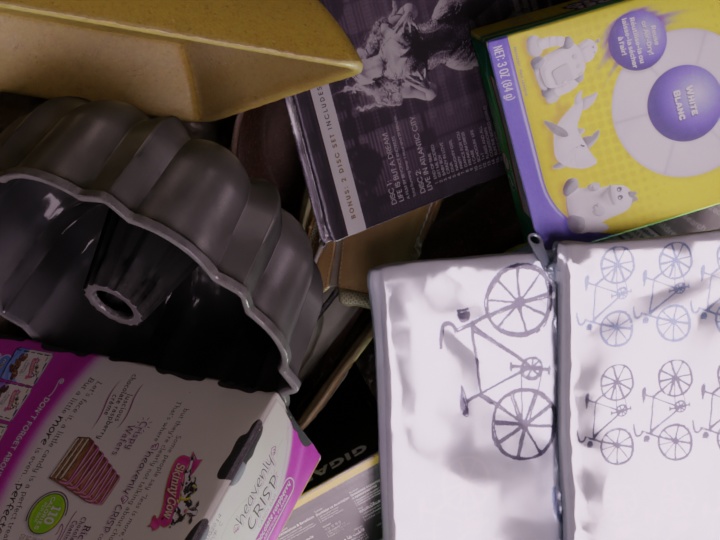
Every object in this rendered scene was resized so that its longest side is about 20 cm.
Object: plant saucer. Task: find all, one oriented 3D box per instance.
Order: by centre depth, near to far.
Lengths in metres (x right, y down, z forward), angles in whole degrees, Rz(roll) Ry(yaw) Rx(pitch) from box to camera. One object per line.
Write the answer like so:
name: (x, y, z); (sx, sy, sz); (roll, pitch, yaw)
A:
plant saucer: (-0.124, -0.117, 1.138); (0.199, 0.200, 0.049); (8, 82, -25)
plant saucer: (0.023, -0.077, 1.288); (0.200, 0.037, 0.201); (-9, 123, -15)

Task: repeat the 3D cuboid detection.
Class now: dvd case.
dvd case: (0.047, -0.117, 1.222); (0.199, 0.016, 0.149); (-23, 106, -26)

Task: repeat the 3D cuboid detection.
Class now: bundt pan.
bundt pan: (-0.104, -0.011, 1.199); (0.202, 0.201, 0.076); (52, 56, -36)

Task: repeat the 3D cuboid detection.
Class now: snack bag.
snack bag: (0.101, 0.075, 1.208); (0.199, 0.021, 0.189); (-3, 100, -8)

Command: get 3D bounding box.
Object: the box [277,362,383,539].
box: (-0.072, 0.127, 1.295); (0.199, 0.160, 0.049); (-28, 109, -1)

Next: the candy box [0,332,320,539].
candy box: (-0.137, 0.114, 1.215); (0.137, 0.199, 0.061); (-60, 141, -26)

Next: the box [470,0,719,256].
box: (0.166, -0.091, 1.217); (0.199, 0.048, 0.118); (-18, 105, -5)

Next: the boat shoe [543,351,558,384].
boat shoe: (0.171, 0.070, 1.273); (0.201, 0.086, 0.075); (24, 127, -31)

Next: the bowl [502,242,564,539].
bowl: (0.097, 0.096, 1.334); (0.200, 0.201, 0.108); (27, 138, -32)

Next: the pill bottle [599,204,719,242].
pill bottle: (0.202, -0.072, 1.313); (0.114, 0.114, 0.200); (25, 109, -31)

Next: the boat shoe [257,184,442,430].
boat shoe: (0.000, 0.000, 1.256); (0.071, 0.076, 0.201); (17, 110, -25)
